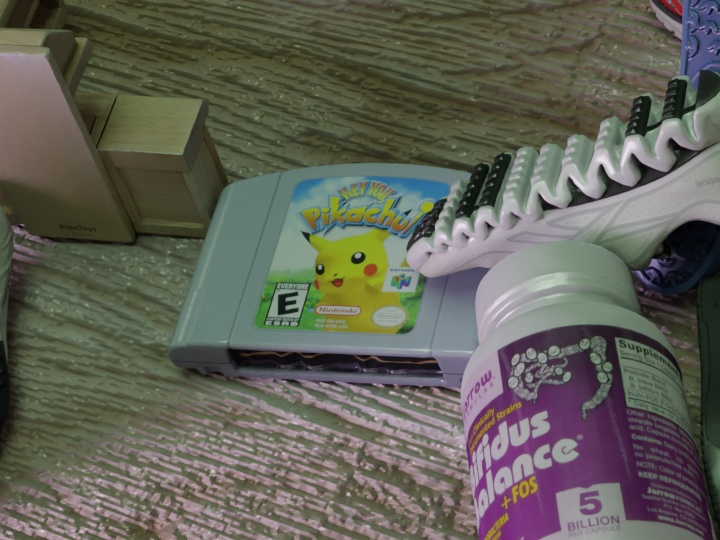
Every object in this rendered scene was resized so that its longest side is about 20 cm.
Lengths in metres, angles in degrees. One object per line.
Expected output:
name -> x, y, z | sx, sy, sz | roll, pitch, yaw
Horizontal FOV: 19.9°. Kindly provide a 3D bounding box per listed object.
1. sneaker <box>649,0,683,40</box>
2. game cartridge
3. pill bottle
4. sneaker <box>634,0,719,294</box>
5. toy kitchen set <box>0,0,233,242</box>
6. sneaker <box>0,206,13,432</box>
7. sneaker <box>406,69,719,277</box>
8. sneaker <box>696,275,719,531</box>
sneaker -> 0.232, -0.148, 1.149 | 0.199, 0.085, 0.077 | 32, 68, 35
game cartridge -> 0.000, 0.000, 1.144 | 0.198, 0.041, 0.134 | 1, 50, 19
pill bottle -> 0.106, 0.088, 0.986 | 0.111, 0.113, 0.201 | -13, 50, 8
sneaker -> 0.199, -0.085, 1.091 | 0.070, 0.078, 0.202 | 20, 102, 36
toy kitchen set -> -0.174, -0.141, 1.220 | 0.198, 0.164, 0.182 | 5, 56, 18
sneaker -> -0.240, 0.049, 1.174 | 0.072, 0.071, 0.202 | -35, 43, 48
sneaker -> 0.113, -0.028, 1.055 | 0.199, 0.081, 0.075 | -21, 22, 29
sneaker -> 0.222, 0.049, 1.013 | 0.103, 0.060, 0.201 | -10, 47, 16
